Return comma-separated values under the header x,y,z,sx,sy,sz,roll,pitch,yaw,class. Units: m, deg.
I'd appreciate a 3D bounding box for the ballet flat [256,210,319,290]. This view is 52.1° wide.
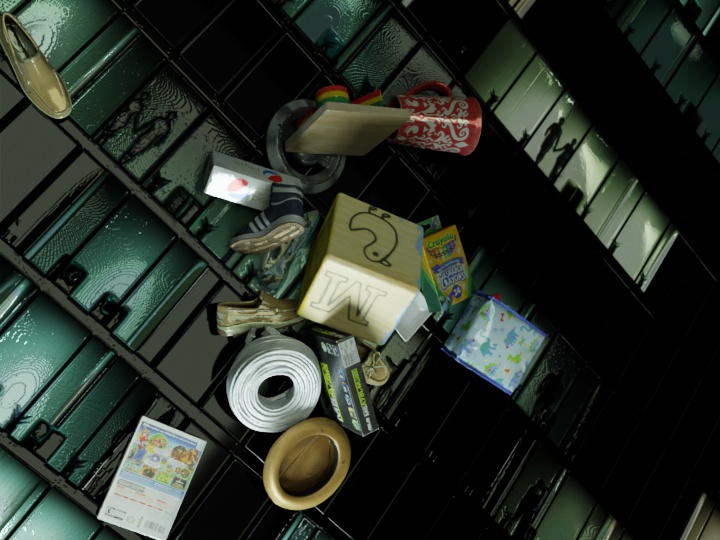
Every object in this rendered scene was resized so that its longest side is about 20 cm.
x,y,z,sx,sy,sz,roll,pitch,yaw,class
-0.155,-0.057,1.544,0.074,0.074,0.202,34,69,-19,ballet flat

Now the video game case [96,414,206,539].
x,y,z,sx,sy,sz,roll,pitch,yaw,class
-0.402,0.403,1.429,0.142,0.018,0.203,27,76,-21,video game case

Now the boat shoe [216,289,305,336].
x,y,z,sx,sy,sz,roll,pitch,yaw,class
-0.196,0.077,1.501,0.196,0.071,0.078,-11,110,-26,boat shoe

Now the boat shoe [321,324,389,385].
x,y,z,sx,sy,sz,roll,pitch,yaw,class
-0.009,0.186,1.606,0.199,0.062,0.074,37,72,-19,boat shoe

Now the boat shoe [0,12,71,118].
x,y,z,sx,sy,sz,roll,pitch,yaw,class
-0.602,-0.374,1.350,0.071,0.076,0.202,-39,103,-22,boat shoe

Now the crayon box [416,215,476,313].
x,y,z,sx,sy,sz,roll,pitch,yaw,class
0.185,-0.020,1.706,0.124,0.051,0.204,-23,96,-37,crayon box

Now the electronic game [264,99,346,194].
x,y,z,sx,sy,sz,roll,pitch,yaw,class
-0.116,-0.268,1.595,0.197,0.041,0.205,-1,92,-32,electronic game

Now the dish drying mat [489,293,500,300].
x,y,z,sx,sy,sz,roll,pitch,yaw,class
0.326,0.162,1.792,0.075,0.018,0.205,-9,91,-25,dish drying mat

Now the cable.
x,y,z,sx,sy,sz,roll,pitch,yaw,class
-0.171,0.229,1.485,0.198,0.069,0.202,26,101,-26,cable

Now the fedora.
x,y,z,sx,sy,sz,roll,pitch,yaw,class
-0.118,0.389,1.522,0.197,0.081,0.205,-5,100,-26,fedora

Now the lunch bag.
x,y,z,sx,sy,sz,roll,pitch,yaw,class
0.316,0.170,1.709,0.198,0.127,0.172,32,91,-14,lunch bag

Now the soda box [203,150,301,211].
x,y,z,sx,sy,sz,roll,pitch,yaw,class
-0.220,-0.174,1.514,0.197,0.064,0.069,16,121,-23,soda box

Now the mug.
x,y,z,sx,sy,sz,roll,pitch,yaw,class
0.155,-0.350,1.706,0.196,0.178,0.136,0,123,-21,mug

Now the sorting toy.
x,y,z,sx,sy,sz,roll,pitch,yaw,class
-0.033,-0.311,1.514,0.197,0.198,0.071,-2,76,-32,sorting toy

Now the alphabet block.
x,y,z,sx,sy,sz,roll,pitch,yaw,class
0.000,0.000,1.500,0.197,0.198,0.198,20,43,-12,alphabet block

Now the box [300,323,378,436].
x,y,z,sx,sy,sz,roll,pitch,yaw,class
-0.046,0.219,1.505,0.047,0.192,0.204,-20,102,-26,box

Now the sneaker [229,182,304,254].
x,y,z,sx,sy,sz,roll,pitch,yaw,class
-0.187,-0.107,1.488,0.070,0.198,0.111,25,57,-45,sneaker

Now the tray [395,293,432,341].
x,y,z,sx,sy,sz,roll,pitch,yaw,class
0.075,0.052,1.677,0.107,0.022,0.201,-44,105,-20,tray
